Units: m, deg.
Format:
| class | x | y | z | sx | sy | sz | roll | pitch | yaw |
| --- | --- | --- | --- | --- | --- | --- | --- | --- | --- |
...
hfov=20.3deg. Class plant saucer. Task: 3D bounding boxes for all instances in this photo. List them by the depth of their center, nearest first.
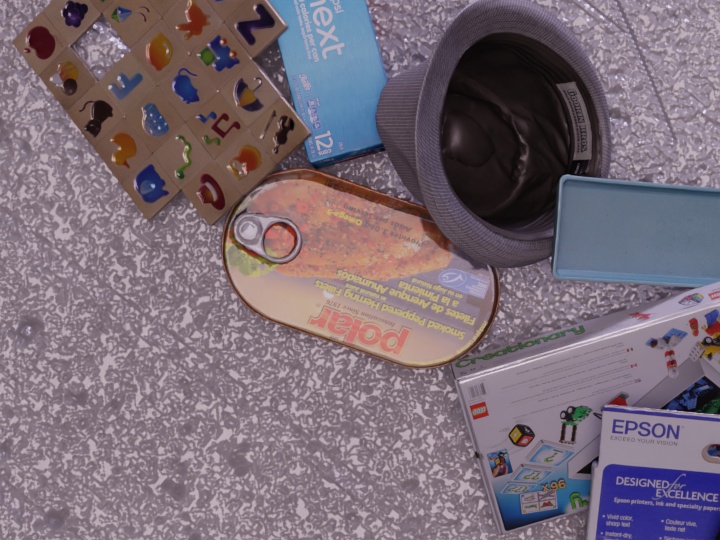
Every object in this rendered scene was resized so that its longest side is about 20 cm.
| class | x | y | z | sx | sy | sz | roll | pitch | yaw |
| --- | --- | --- | --- | --- | --- | --- | --- | --- | --- |
| plant saucer | 0.218 | -0.024 | 1.379 | 0.199 | 0.019 | 0.070 | 3 | 93 | -23 |

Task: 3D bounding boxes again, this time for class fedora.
| class | x | y | z | sx | sy | sz | roll | pitch | yaw |
| --- | --- | --- | --- | --- | --- | --- | --- | --- | --- |
| fedora | 0.079 | -0.093 | 1.359 | 0.200 | 0.090 | 0.178 | 16 | 82 | -42 |

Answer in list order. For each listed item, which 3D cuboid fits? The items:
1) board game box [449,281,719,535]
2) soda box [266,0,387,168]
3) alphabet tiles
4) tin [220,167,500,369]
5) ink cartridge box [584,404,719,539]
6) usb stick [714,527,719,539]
| class | x | y | z | sx | sy | sz | roll | pitch | yaw |
| --- | --- | --- | --- | --- | --- | --- | --- | --- | --- |
| board game box | 0.173 | 0.096 | 1.388 | 0.199 | 0.035 | 0.127 | -16 | 111 | 1 |
| soda box | -0.027 | -0.176 | 1.404 | 0.068 | 0.064 | 0.201 | -15 | 89 | 1 |
| alphabet tiles | -0.129 | -0.139 | 1.398 | 0.167 | 0.008 | 0.200 | -41 | 80 | 17 |
| tin | 0.000 | 0.000 | 1.414 | 0.199 | 0.042 | 0.112 | 20 | 85 | 2 |
| ink cartridge box | 0.251 | 0.187 | 1.374 | 0.197 | 0.047 | 0.201 | 5 | 106 | 3 |
| usb stick | 0.261 | 0.186 | 1.334 | 0.055 | 0.033 | 0.201 | 20 | 108 | -3 |
